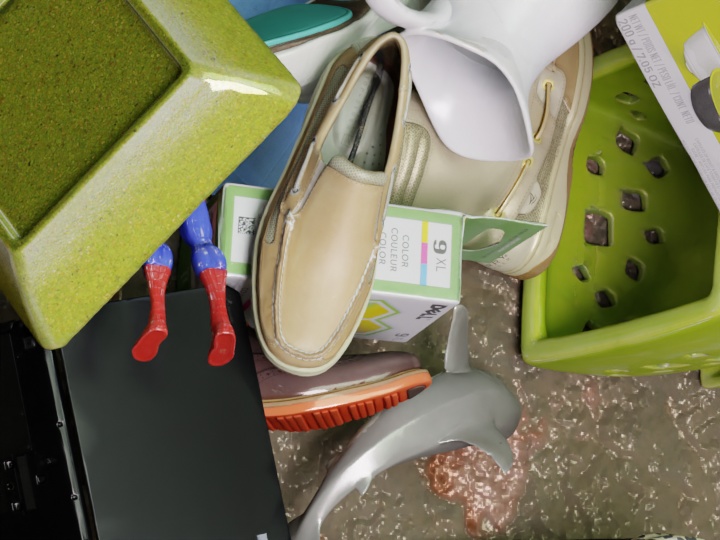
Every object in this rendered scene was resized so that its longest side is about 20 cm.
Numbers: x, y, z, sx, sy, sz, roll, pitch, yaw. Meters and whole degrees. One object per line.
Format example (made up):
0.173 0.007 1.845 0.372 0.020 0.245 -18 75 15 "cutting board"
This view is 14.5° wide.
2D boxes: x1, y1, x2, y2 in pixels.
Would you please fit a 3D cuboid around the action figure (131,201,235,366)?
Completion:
-0.112 -0.027 1.574 0.065 0.099 0.201 5 57 -18 "action figure"

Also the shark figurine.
0.040 0.112 1.666 0.089 0.129 0.214 34 49 29 "shark figurine"

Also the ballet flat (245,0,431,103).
-0.015 -0.136 1.680 0.200 0.069 0.070 -36 98 -44 "ballet flat"

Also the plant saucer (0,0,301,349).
-0.160 -0.094 1.531 0.200 0.200 0.048 -45 147 9 "plant saucer"

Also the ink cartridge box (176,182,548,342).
0.000 0.000 1.666 0.199 0.104 0.060 6 74 -16 "ink cartridge box"

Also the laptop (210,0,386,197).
-0.054 -0.155 1.688 0.115 0.200 0.188 27 62 15 "laptop"

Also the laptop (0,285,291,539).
-0.159 0.114 1.573 0.103 0.199 0.178 2 75 -68 "laptop"

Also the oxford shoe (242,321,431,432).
-0.060 0.056 1.625 0.199 0.071 0.073 -5 77 -2 "oxford shoe"

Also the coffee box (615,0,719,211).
0.306 -0.133 1.605 0.200 0.197 0.200 -43 107 -41 "coffee box"

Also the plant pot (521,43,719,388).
0.232 -0.030 1.778 0.181 0.200 0.200 16 71 -34 "plant pot"

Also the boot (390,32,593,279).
0.061 -0.108 1.759 0.155 0.073 0.201 16 78 -33 "boot"

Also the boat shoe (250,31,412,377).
-0.013 -0.042 1.575 0.071 0.076 0.201 15 71 -13 "boat shoe"

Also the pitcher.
0.083 -0.193 1.678 0.172 0.121 0.201 49 58 -37 "pitcher"

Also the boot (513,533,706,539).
0.108 0.191 1.679 0.203 0.154 0.074 1 79 -29 "boot"
